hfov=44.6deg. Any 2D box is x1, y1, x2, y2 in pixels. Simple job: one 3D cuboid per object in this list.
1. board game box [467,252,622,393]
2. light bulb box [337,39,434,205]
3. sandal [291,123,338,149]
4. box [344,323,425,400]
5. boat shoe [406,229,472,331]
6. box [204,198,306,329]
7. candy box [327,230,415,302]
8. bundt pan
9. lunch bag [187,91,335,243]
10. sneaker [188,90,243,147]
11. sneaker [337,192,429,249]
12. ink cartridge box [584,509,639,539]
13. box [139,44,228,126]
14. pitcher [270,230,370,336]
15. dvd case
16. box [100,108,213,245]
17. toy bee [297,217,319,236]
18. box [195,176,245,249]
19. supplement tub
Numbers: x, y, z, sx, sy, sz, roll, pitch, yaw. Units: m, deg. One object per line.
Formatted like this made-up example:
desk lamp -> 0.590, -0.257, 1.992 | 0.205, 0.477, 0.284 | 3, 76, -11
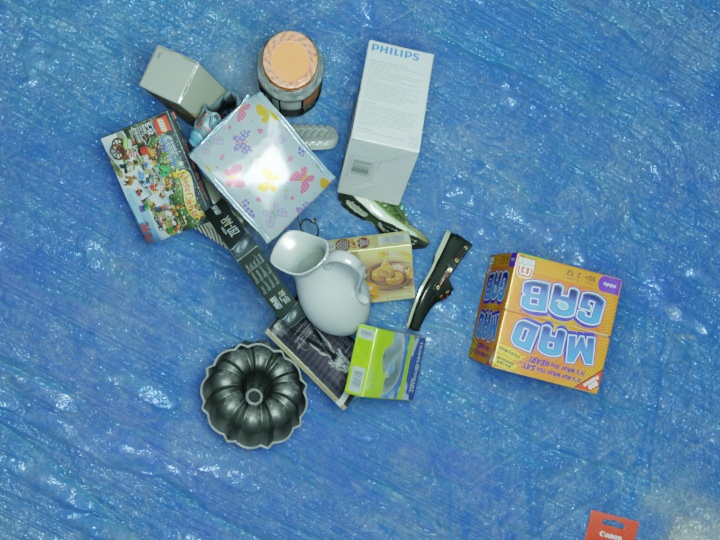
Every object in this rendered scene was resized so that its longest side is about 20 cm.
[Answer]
board game box -> 0.330, 0.091, 1.605 | 0.195, 0.200, 0.205 | 14, 89, -5
light bulb box -> 0.043, -0.259, 1.562 | 0.122, 0.199, 0.204 | 12, 66, -4
sandal -> -0.140, -0.237, 1.643 | 0.197, 0.083, 0.051 | 3, 132, 2
box -> 0.053, 0.170, 1.590 | 0.047, 0.198, 0.125 | 11, 88, 35
boat shoe -> 0.146, 0.026, 1.654 | 0.062, 0.074, 0.205 | 27, 83, 4
box -> -0.183, -0.010, 1.532 | 0.043, 0.161, 0.201 | -35, 136, -5
candy box -> 0.000, 0.000, 1.619 | 0.195, 0.056, 0.118 | -6, 121, 1
bundt pan -> -0.191, 0.217, 1.606 | 0.196, 0.076, 0.207 | 0, 105, 0
lunch bag -> -0.169, -0.179, 1.495 | 0.170, 0.127, 0.200 | -44, 107, -4
sneaker -> -0.214, -0.269, 1.550 | 0.078, 0.199, 0.097 | 32, 125, 17
sneaker -> 0.058, -0.119, 1.656 | 0.198, 0.077, 0.090 | 36, 69, -8
ink cartridge box -> 0.475, 0.577, 1.686 | 0.106, 0.050, 0.205 | 14, 89, -4
box -> -0.296, -0.310, 1.550 | 0.093, 0.200, 0.079 | 26, 87, 18
pitcher -> -0.040, 0.027, 1.498 | 0.169, 0.201, 0.123 | 10, 59, 36
dvd case -> -0.070, 0.142, 1.610 | 0.200, 0.149, 0.016 | 44, 126, -3
box -> -0.352, -0.163, 1.541 | 0.134, 0.038, 0.204 | -18, 104, 13
toy bee -> -0.147, -0.158, 1.624 | 0.129, 0.109, 0.202 | -16, 117, 32
box -> -0.301, -0.128, 1.608 | 0.198, 0.082, 0.069 | 33, 109, -2
supplement tub -> -0.126, -0.353, 1.573 | 0.119, 0.200, 0.126 | 0, 88, -5
